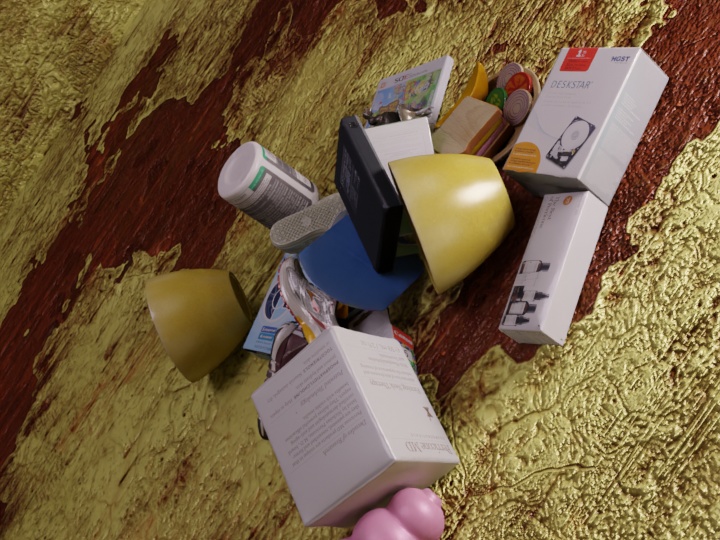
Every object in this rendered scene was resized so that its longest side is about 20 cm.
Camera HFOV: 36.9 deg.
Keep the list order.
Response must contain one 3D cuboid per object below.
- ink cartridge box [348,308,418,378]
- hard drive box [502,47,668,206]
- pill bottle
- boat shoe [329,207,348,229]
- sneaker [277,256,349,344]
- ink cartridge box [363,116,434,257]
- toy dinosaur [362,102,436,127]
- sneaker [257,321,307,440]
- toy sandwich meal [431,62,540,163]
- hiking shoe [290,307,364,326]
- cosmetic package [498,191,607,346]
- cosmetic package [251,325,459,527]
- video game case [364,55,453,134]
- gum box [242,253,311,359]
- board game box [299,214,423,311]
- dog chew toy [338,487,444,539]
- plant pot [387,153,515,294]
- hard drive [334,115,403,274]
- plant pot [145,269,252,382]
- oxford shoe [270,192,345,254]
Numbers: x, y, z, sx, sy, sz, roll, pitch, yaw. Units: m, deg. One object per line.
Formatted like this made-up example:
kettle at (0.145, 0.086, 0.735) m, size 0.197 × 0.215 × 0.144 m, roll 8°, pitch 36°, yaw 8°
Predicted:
ink cartridge box at (0.028, 0.143, 1.600) m, size 0.109 × 0.050 × 0.202 m, roll -39°, pitch 36°, yaw 27°
hard drive box at (0.308, -0.201, 1.491) m, size 0.155 × 0.076 × 0.202 m, roll 14°, pitch 74°, yaw 55°
pill bottle at (-0.145, -0.130, 1.910) m, size 0.112 × 0.199 × 0.114 m, roll -32°, pitch 40°, yaw 32°
boat shoe at (0.013, -0.084, 1.774) m, size 0.073 × 0.067 × 0.201 m, roll 31°, pitch 65°, yaw 17°
sneaker at (-0.059, 0.058, 1.648) m, size 0.082 × 0.078 × 0.201 m, roll -37°, pitch 65°, yaw 8°
ink cartridge box at (0.070, -0.127, 1.675) m, size 0.059 × 0.102 × 0.204 m, roll -170°, pitch 69°, yaw -88°
toy dinosaur at (0.032, -0.216, 1.824) m, size 0.201 × 0.077 × 0.102 m, roll -53°, pitch 27°, yaw 4°
sneaker at (-0.093, 0.189, 1.705) m, size 0.076 × 0.114 × 0.203 m, roll -50°, pitch -26°, yaw -68°
toy sandwich meal at (0.191, -0.242, 1.682) m, size 0.204 × 0.070 × 0.208 m, roll -33°, pitch 41°, yaw 33°
hiking shoe at (-0.021, 0.030, 1.714) m, size 0.201 × 0.086 × 0.074 m, roll -55°, pitch 24°, yaw 2°
cosmetic package at (0.254, -0.004, 1.424) m, size 0.082 × 0.050 × 0.203 m, roll 0°, pitch 63°, yaw 51°
cosmetic package at (-0.008, 0.210, 1.431) m, size 0.166 × 0.166 × 0.202 m, roll -40°, pitch 61°, yaw 23°
video game case at (0.072, -0.271, 1.905) m, size 0.181 × 0.022 × 0.203 m, roll -10°, pitch 56°, yaw 49°
gum box at (-0.104, 0.059, 1.844) m, size 0.169 × 0.044 × 0.203 m, roll 3°, pitch 66°, yaw 53°
board game box at (0.000, 0.000, 1.648) m, size 0.200 × 0.157 × 0.039 m, roll -42°, pitch -20°, yaw -44°
dog chew toy at (0.029, 0.360, 1.362) m, size 0.201 × 0.124 × 0.124 m, roll -50°, pitch 33°, yaw -2°
plant pot at (0.138, -0.087, 1.544) m, size 0.140 × 0.202 × 0.201 m, roll -22°, pitch 39°, yaw 1°
hard drive at (0.009, -0.115, 1.632) m, size 0.141 × 0.032 × 0.202 m, roll 98°, pitch 155°, yaw -47°
plant pot at (-0.276, 0.079, 1.936) m, size 0.140 × 0.202 × 0.201 m, roll -24°, pitch 39°, yaw 3°
oxford shoe at (-0.058, -0.081, 1.851) m, size 0.197 × 0.058 × 0.076 m, roll -20°, pitch 65°, yaw 7°
